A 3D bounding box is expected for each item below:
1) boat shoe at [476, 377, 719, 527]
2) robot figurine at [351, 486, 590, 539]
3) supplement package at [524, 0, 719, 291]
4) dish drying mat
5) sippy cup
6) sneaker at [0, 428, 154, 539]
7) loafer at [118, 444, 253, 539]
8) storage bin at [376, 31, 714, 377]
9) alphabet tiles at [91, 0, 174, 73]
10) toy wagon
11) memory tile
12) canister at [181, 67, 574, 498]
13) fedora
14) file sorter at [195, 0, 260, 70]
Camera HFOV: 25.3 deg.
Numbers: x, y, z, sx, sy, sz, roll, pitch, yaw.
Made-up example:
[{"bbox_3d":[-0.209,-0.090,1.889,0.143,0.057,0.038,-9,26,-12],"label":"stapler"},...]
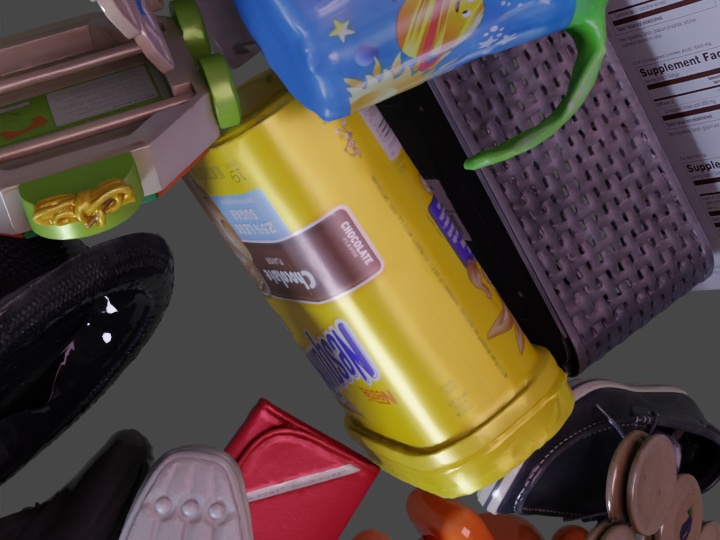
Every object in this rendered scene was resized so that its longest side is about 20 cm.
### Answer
[{"bbox_3d":[0.133,0.099,0.839,0.200,0.062,0.075,0,124,-52],"label":"boat shoe"},{"bbox_3d":[0.071,0.209,0.839,0.200,0.116,0.144,57,39,-17],"label":"robot figurine"},{"bbox_3d":[0.208,-0.125,0.837,0.191,0.147,0.200,-38,107,-31],"label":"supplement package"},{"bbox_3d":[-0.072,0.166,0.808,0.077,0.018,0.200,31,92,-19],"label":"dish drying mat"},{"bbox_3d":[0.014,-0.133,0.655,0.130,0.140,0.178,-33,61,-7],"label":"sippy cup"},{"bbox_3d":[-0.173,0.148,0.757,0.091,0.076,0.200,35,67,4],"label":"sneaker"},{"bbox_3d":[-0.086,0.172,0.760,0.070,0.070,0.201,9,106,-1],"label":"loafer"},{"bbox_3d":[0.072,-0.058,0.809,0.094,0.135,0.200,-33,105,-18],"label":"storage bin"},{"bbox_3d":[-0.133,-0.177,0.650,0.015,0.200,0.196,-26,73,6],"label":"alphabet tiles"},{"bbox_3d":[-0.130,-0.058,0.690,0.155,0.200,0.040,-18,124,-8],"label":"toy wagon"},{"bbox_3d":[0.151,0.184,0.811,0.200,0.017,0.154,51,55,-45],"label":"memory tile"},{"bbox_3d":[0.000,0.000,0.779,0.086,0.148,0.200,-38,104,-14],"label":"canister"},{"bbox_3d":[-0.182,0.032,0.717,0.201,0.201,0.092,-41,78,-15],"label":"fedora"},{"bbox_3d":[-0.048,-0.219,0.755,0.139,0.124,0.200,-39,107,-16],"label":"file sorter"}]
